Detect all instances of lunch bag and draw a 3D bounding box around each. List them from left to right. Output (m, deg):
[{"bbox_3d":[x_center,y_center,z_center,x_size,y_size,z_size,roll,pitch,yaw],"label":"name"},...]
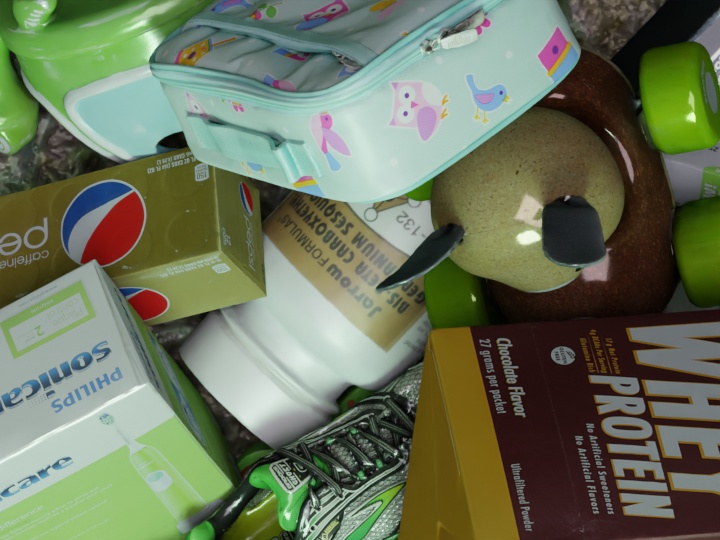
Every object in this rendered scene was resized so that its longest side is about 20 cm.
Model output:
[{"bbox_3d":[-0.002,-0.102,1.399,0.160,0.200,0.077,-33,114,-24],"label":"lunch bag"}]

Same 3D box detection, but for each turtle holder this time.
[{"bbox_3d":[-0.123,-0.116,1.532,0.185,0.141,0.132,-29,118,-7],"label":"turtle holder"}]

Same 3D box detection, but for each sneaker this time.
[{"bbox_3d":[-0.006,0.114,1.534,0.200,0.085,0.078,-42,60,5],"label":"sneaker"}]

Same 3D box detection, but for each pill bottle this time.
[{"bbox_3d":[0.000,0.000,1.576,0.114,0.114,0.200,42,95,-11],"label":"pill bottle"}]

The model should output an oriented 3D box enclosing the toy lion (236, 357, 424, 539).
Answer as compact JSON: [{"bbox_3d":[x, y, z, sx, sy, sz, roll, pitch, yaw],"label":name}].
[{"bbox_3d":[0.008,0.141,1.636,0.191,0.069,0.201,17,99,-1],"label":"toy lion"}]

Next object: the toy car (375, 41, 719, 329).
[{"bbox_3d":[0.086,-0.018,1.398,0.164,0.200,0.158,-11,102,19],"label":"toy car"}]

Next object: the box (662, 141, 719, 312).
[{"bbox_3d":[0.233,0.010,1.521,0.199,0.041,0.156,18,136,17],"label":"box"}]

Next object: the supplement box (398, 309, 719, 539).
[{"bbox_3d":[0.132,0.133,1.410,0.199,0.133,0.198,-4,139,-9],"label":"supplement box"}]

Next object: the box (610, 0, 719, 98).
[{"bbox_3d":[0.275,-0.108,1.576,0.198,0.123,0.200,43,95,-12],"label":"box"}]

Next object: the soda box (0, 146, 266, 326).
[{"bbox_3d":[-0.154,-0.004,1.545,0.199,0.064,0.068,-14,63,17],"label":"soda box"}]

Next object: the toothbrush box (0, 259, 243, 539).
[{"bbox_3d":[-0.156,0.100,1.535,0.145,0.200,0.086,-28,61,3],"label":"toothbrush box"}]
